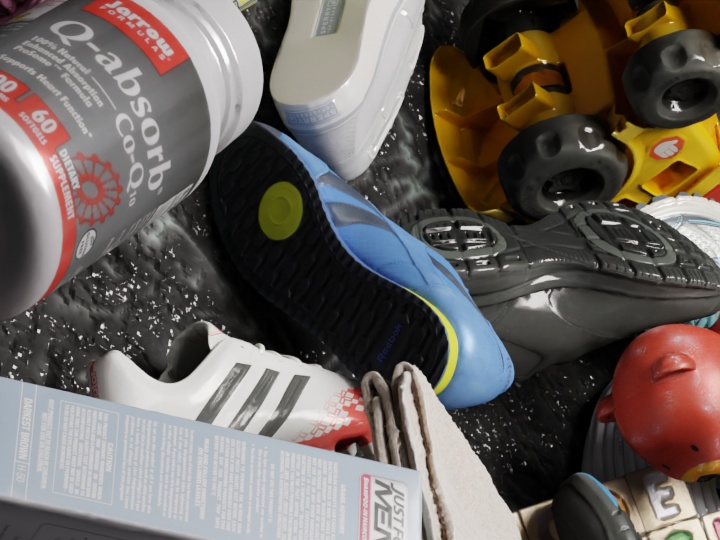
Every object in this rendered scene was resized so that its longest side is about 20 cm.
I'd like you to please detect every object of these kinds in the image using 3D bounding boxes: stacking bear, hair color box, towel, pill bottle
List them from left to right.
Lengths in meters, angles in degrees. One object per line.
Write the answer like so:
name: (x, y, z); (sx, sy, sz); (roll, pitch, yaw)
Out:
pill bottle: (-0.136, -0.065, 1.387); (0.116, 0.116, 0.200); (56, 39, -5)
hair color box: (-0.082, 0.114, 1.300); (0.199, 0.099, 0.061); (14, 54, -17)
towel: (0.053, 0.139, 1.422); (0.200, 0.034, 0.133); (56, 20, -56)
stacking bear: (0.220, 0.067, 1.585); (0.199, 0.121, 0.114); (0, 72, -35)

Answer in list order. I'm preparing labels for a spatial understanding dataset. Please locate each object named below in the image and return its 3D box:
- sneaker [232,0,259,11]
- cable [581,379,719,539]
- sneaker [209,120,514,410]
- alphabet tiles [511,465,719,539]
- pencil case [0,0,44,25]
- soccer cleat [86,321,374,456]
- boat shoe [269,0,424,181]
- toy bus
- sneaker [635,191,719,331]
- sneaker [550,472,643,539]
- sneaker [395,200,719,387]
sneaker: (-0.073, -0.169, 1.552); (0.076, 0.076, 0.200); (57, 40, -7)
cable: (0.205, 0.138, 1.670); (0.199, 0.069, 0.201); (-1, 68, -48)
sneaker: (0.000, 0.000, 1.499); (0.078, 0.066, 0.200); (6, 33, -53)
alphabet tiles: (0.138, 0.193, 1.546); (0.199, 0.008, 0.168); (-16, 78, -24)
pencil case: (-0.148, -0.200, 1.486); (0.082, 0.087, 0.200); (22, 39, 13)
soccer cleat: (-0.051, 0.062, 1.442); (0.199, 0.068, 0.086); (-12, 81, -45)
boat shoe: (0.004, -0.125, 1.622); (0.201, 0.072, 0.069); (-79, 153, -51)
toy bus: (0.169, -0.096, 1.675); (0.192, 0.200, 0.136); (28, 37, -41)
sneaker: (0.210, 0.011, 1.673); (0.199, 0.078, 0.086); (-1, 41, -34)
sneaker: (0.123, 0.196, 1.494); (0.073, 0.082, 0.201); (52, 18, -60)
sneaker: (0.099, 0.016, 1.587); (0.199, 0.091, 0.076); (1, 32, -18)
